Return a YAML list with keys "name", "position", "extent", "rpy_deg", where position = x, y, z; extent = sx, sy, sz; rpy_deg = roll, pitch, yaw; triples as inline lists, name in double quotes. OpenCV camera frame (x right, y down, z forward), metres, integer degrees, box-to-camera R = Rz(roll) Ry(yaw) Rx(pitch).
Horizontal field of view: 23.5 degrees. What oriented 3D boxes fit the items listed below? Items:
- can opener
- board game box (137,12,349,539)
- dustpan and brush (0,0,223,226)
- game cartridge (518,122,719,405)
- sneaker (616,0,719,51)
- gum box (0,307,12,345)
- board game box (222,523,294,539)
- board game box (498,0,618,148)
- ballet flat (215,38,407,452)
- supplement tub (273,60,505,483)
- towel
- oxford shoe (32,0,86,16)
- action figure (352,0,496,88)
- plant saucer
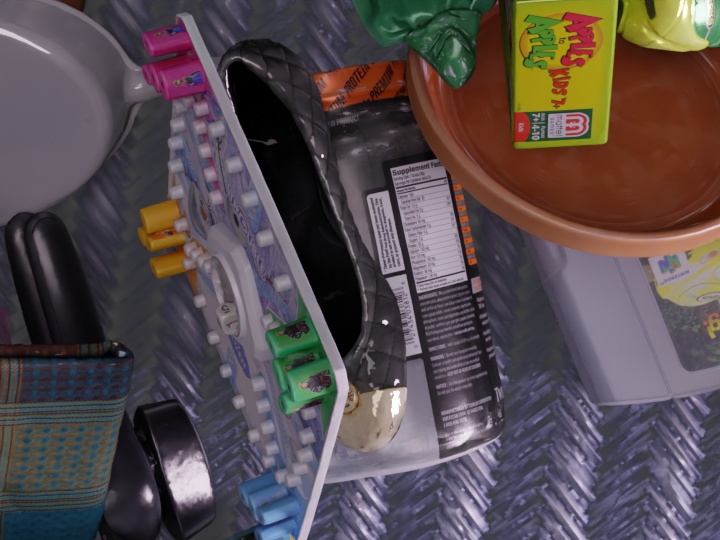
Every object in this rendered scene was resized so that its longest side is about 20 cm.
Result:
- name: "can opener"
  position: [-0.148, 0.063, 0.940]
  extent: [0.078, 0.063, 0.202]
  rpy_deg: [-29, 101, -39]
- name: "board game box"
  position: [-0.064, 0.012, 0.836]
  extent: [0.026, 0.200, 0.201]
  rpy_deg: [-17, 66, -16]
- name: "dustpan and brush"
  position: [-0.148, -0.092, 0.929]
  extent: [0.198, 0.057, 0.141]
  rpy_deg: [-2, 123, 4]
- name: "game cartridge"
  position: [0.197, -0.010, 0.928]
  extent: [0.198, 0.041, 0.134]
  rpy_deg: [-24, 95, 4]
- name: "sneaker"
  position: [0.163, -0.204, 0.902]
  extent: [0.083, 0.074, 0.202]
  rpy_deg: [12, 71, -34]
- name: "gum box"
  position: [-0.235, 0.039, 0.870]
  extent: [0.066, 0.200, 0.114]
  rpy_deg: [-20, 58, 5]
- name: "board game box"
  position: [-0.126, 0.199, 0.899]
  extent: [0.198, 0.151, 0.047]
  rpy_deg: [-24, 92, 5]
- name: "board game box"
  position: [0.090, -0.170, 0.844]
  extent: [0.047, 0.102, 0.202]
  rpy_deg: [-3, 55, 2]
- name: "ballet flat"
  position: [-0.030, -0.010, 0.811]
  extent: [0.066, 0.057, 0.202]
  rpy_deg: [-19, 89, 23]
- name: "supplement tub"
  position: [0.000, 0.000, 0.897]
  extent: [0.121, 0.123, 0.202]
  rpy_deg: [-12, 91, 4]
- name: "towel"
  position: [-0.192, 0.096, 0.841]
  extent: [0.145, 0.201, 0.022]
  rpy_deg: [0, 53, -17]
- name: "oxford shoe"
  position: [-0.132, -0.221, 0.925]
  extent: [0.071, 0.071, 0.202]
  rpy_deg: [15, 94, -6]
- name: "action figure"
  position: [0.026, -0.167, 0.870]
  extent: [0.117, 0.055, 0.201]
  rpy_deg: [-19, 50, 8]
- name: "plant saucer"
  position: [0.120, -0.089, 0.881]
  extent: [0.198, 0.032, 0.202]
  rpy_deg: [6, 54, -8]
